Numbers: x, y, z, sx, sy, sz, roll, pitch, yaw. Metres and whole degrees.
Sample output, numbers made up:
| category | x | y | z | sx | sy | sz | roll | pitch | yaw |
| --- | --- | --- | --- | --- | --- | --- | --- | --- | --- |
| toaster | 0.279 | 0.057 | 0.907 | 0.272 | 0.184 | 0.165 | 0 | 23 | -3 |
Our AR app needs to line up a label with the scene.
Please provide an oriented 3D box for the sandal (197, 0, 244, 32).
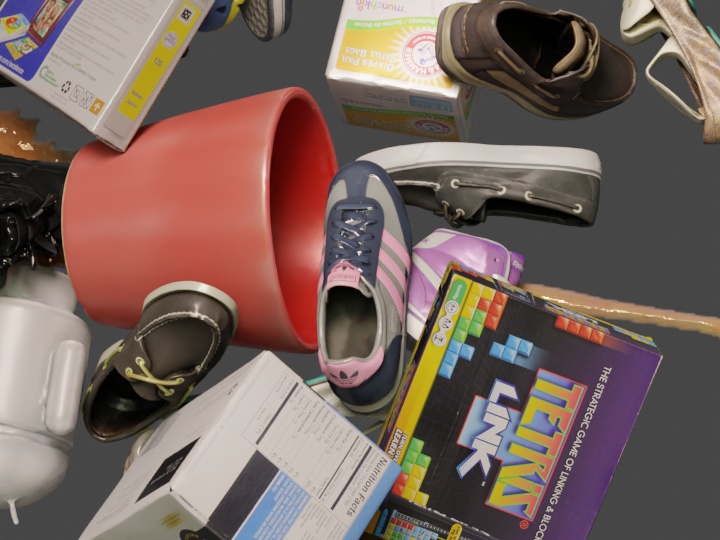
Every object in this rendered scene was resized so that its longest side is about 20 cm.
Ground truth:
| category | x | y | z | sx | sy | sz | roll | pitch | yaw |
| --- | --- | --- | --- | --- | --- | --- | --- | --- | --- |
| sandal | -0.142 | -0.290 | 1.599 | 0.086 | 0.079 | 0.202 | -15 | 105 | -32 |

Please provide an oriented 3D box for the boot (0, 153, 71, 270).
| category | x | y | z | sx | sy | sz | roll | pitch | yaw |
| --- | --- | --- | --- | --- | --- | --- | --- | --- | --- |
| boot | -0.306 | -0.044 | 1.539 | 0.196 | 0.162 | 0.074 | 3 | 105 | 19 |

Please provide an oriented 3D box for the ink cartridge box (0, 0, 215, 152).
| category | x | y | z | sx | sy | sz | roll | pitch | yaw |
| --- | --- | --- | --- | --- | --- | --- | --- | --- | --- |
| ink cartridge box | -0.191 | -0.214 | 1.532 | 0.197 | 0.047 | 0.201 | 32 | 87 | 47 |

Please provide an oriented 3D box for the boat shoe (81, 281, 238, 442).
| category | x | y | z | sx | sy | sz | roll | pitch | yaw |
| --- | --- | --- | --- | --- | --- | --- | --- | --- | --- |
| boat shoe | -0.150 | 0.072 | 1.475 | 0.071 | 0.201 | 0.061 | 30 | 55 | -13 |

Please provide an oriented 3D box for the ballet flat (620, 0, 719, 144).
| category | x | y | z | sx | sy | sz | roll | pitch | yaw |
| --- | --- | --- | --- | --- | --- | --- | --- | --- | --- |
| ballet flat | 0.246 | -0.186 | 1.577 | 0.067 | 0.068 | 0.201 | -30 | 70 | 4 |

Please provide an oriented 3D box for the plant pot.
| category | x | y | z | sx | sy | sz | roll | pitch | yaw |
| --- | --- | --- | --- | --- | --- | --- | --- | --- | --- |
| plant pot | -0.121 | -0.033 | 1.520 | 0.175 | 0.200 | 0.203 | -3 | 72 | 15 |

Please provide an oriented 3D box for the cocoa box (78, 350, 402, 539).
| category | x | y | z | sx | sy | sz | roll | pitch | yaw |
| --- | --- | --- | --- | --- | --- | --- | --- | --- | --- |
| cocoa box | -0.089 | 0.169 | 1.402 | 0.131 | 0.200 | 0.134 | 41 | 58 | -9 |

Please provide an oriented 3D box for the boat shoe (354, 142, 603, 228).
| category | x | y | z | sx | sy | sz | roll | pitch | yaw |
| --- | --- | --- | --- | --- | --- | --- | --- | --- | --- |
| boat shoe | 0.091 | -0.063 | 1.558 | 0.198 | 0.069 | 0.057 | 0 | 73 | 5 |

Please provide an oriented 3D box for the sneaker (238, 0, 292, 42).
| category | x | y | z | sx | sy | sz | roll | pitch | yaw |
| --- | --- | --- | --- | --- | --- | --- | --- | --- | --- |
| sneaker | -0.036 | -0.296 | 1.641 | 0.145 | 0.077 | 0.205 | -10 | 105 | -29 |

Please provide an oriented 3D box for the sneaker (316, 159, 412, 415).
| category | x | y | z | sx | sy | sz | roll | pitch | yaw |
| --- | --- | --- | --- | --- | --- | --- | --- | --- | --- |
| sneaker | 0.000 | 0.000 | 1.483 | 0.069 | 0.082 | 0.202 | -9 | 67 | 13 |

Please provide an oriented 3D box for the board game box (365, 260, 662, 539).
| category | x | y | z | sx | sy | sz | roll | pitch | yaw |
| --- | --- | --- | --- | --- | --- | --- | --- | --- | --- |
| board game box | 0.104 | 0.118 | 1.435 | 0.164 | 0.057 | 0.202 | 20 | 100 | -4 |

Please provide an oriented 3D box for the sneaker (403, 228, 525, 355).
| category | x | y | z | sx | sy | sz | roll | pitch | yaw |
| --- | --- | --- | --- | --- | --- | --- | --- | --- | --- |
| sneaker | 0.108 | 0.046 | 1.520 | 0.200 | 0.073 | 0.114 | 42 | 76 | 15 |

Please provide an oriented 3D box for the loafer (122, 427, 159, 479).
| category | x | y | z | sx | sy | sz | roll | pitch | yaw |
| --- | --- | --- | --- | --- | --- | --- | --- | --- | --- |
| loafer | -0.145 | 0.223 | 1.510 | 0.071 | 0.063 | 0.202 | 0 | 73 | -27 |

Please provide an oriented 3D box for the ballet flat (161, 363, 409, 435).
| category | x | y | z | sx | sy | sz | roll | pitch | yaw |
| --- | --- | --- | --- | --- | --- | --- | --- | --- | --- |
| ballet flat | -0.055 | 0.114 | 1.527 | 0.198 | 0.070 | 0.070 | -11 | 71 | 3 |

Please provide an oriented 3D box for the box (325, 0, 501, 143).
| category | x | y | z | sx | sy | sz | roll | pitch | yaw |
| --- | --- | --- | --- | --- | --- | --- | --- | --- | --- |
| box | 0.052 | -0.216 | 1.591 | 0.111 | 0.101 | 0.202 | 11 | 74 | 11 |

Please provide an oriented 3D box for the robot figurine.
| category | x | y | z | sx | sy | sz | roll | pitch | yaw |
| --- | --- | --- | --- | --- | --- | --- | --- | --- | --- |
| robot figurine | -0.270 | 0.095 | 1.529 | 0.169 | 0.112 | 0.202 | -10 | 66 | 47 |

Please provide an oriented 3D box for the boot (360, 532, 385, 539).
| category | x | y | z | sx | sy | sz | roll | pitch | yaw |
| --- | --- | --- | --- | --- | --- | --- | --- | --- | --- |
| boot | -0.008 | 0.235 | 1.479 | 0.075 | 0.074 | 0.202 | 21 | 74 | 3 |

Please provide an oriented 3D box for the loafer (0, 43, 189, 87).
| category | x | y | z | sx | sy | sz | roll | pitch | yaw |
| --- | --- | --- | --- | --- | --- | --- | --- | --- | --- |
| loafer | -0.238 | -0.181 | 1.636 | 0.198 | 0.068 | 0.071 | -14 | 62 | -1 |

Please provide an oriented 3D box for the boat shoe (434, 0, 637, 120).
| category | x | y | z | sx | sy | sz | roll | pitch | yaw |
| --- | --- | --- | --- | --- | --- | --- | --- | --- | --- |
| boat shoe | 0.147 | -0.160 | 1.525 | 0.073 | 0.199 | 0.075 | -3 | 82 | 51 |
